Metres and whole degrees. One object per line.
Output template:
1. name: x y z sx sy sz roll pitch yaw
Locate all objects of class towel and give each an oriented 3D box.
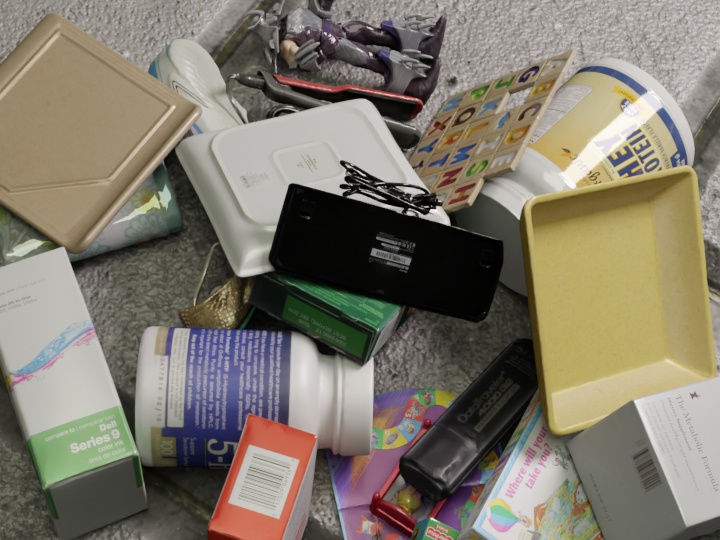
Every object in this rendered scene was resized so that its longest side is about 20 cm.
1. towel: -0.273 -0.102 1.547 0.169 0.048 0.202 -18 66 -9

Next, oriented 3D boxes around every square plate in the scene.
1. square plate: -0.046 -0.084 1.457 0.196 0.029 0.201 -13 42 -16

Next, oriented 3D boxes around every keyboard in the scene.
1. keyboard: 0.027 -0.029 1.392 0.198 0.040 0.105 15 102 -14

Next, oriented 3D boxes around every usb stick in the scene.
1. usb stick: 0.106 0.128 1.438 0.055 0.033 0.200 32 49 19

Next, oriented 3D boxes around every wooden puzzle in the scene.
1. wooden puzzle: -0.272 -0.126 1.517 0.199 0.037 0.185 31 68 17

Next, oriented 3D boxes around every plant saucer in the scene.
1. plant saucer: 0.214 0.022 1.420 0.198 0.048 0.202 -12 99 -33

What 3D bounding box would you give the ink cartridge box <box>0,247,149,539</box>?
1. ink cartridge box: -0.251 0.105 1.388 0.087 0.146 0.201 -20 66 -13

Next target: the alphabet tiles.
1. alphabet tiles: 0.102 -0.117 1.512 0.008 0.166 0.201 49 50 -23

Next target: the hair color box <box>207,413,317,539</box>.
1. hair color box: -0.079 0.202 1.322 0.061 0.201 0.102 17 63 5

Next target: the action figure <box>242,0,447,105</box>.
1. action figure: -0.019 -0.228 1.609 0.198 0.070 0.131 12 47 -6

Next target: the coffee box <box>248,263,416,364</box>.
1. coffee box: 0.000 0.000 1.461 0.122 0.044 0.200 27 33 11

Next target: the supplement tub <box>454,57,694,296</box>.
1. supplement tub: 0.196 -0.084 1.515 0.144 0.145 0.200 42 68 16

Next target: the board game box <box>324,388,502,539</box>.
1. board game box: 0.057 0.188 1.427 0.156 0.039 0.202 -9 65 -8

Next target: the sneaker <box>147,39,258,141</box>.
1. sneaker: -0.135 -0.125 1.565 0.072 0.072 0.201 -23 77 -45

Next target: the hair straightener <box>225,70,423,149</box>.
1. hair straightener: -0.034 -0.147 1.560 0.198 0.041 0.078 13 59 -19

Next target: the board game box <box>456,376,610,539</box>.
1. board game box: 0.182 0.187 1.404 0.134 0.034 0.201 37 55 -3

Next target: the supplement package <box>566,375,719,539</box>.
1. supplement package: 0.296 0.156 1.384 0.198 0.110 0.115 -12 72 -31

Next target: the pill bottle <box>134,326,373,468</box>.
1. pill bottle: -0.089 0.111 1.411 0.198 0.120 0.121 2 63 -2

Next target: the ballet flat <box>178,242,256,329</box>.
1. ballet flat: -0.097 -0.018 1.489 0.065 0.070 0.201 36 72 -8

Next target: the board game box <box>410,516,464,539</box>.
1. board game box: 0.082 0.326 1.342 0.150 0.037 0.201 27 65 -11
